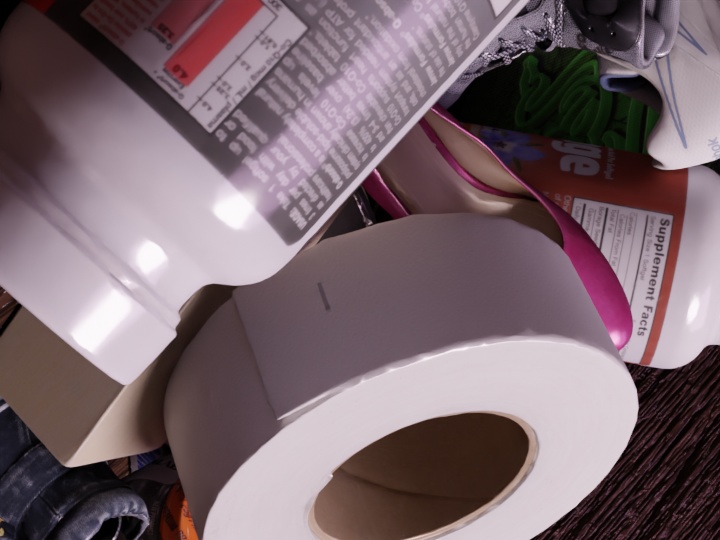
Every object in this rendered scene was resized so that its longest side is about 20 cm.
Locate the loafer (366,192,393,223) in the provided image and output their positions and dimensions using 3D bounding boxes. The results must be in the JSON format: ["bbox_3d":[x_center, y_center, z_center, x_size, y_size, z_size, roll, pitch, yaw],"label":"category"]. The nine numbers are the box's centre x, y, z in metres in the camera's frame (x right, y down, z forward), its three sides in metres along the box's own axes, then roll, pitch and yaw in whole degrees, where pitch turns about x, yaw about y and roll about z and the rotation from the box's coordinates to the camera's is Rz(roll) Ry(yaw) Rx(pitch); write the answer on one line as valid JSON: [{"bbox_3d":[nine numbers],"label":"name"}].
[{"bbox_3d":[0.000,0.000,0.900,0.201,0.071,0.073,-66,172,12],"label":"loafer"}]

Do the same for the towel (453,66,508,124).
[{"bbox_3d":[0.062,-0.052,0.985,0.144,0.023,0.200,-20,143,-59],"label":"towel"}]

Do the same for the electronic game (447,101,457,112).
[{"bbox_3d":[0.043,-0.053,1.036,0.200,0.042,0.200,-47,169,-12],"label":"electronic game"}]

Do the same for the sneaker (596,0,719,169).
[{"bbox_3d":[0.151,-0.143,0.818,0.087,0.201,0.075,-26,156,10],"label":"sneaker"}]

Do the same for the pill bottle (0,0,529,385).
[{"bbox_3d":[-0.039,-0.069,0.491,0.200,0.116,0.116,-48,169,-6],"label":"pill bottle"}]

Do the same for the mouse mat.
[{"bbox_3d":[0.114,-0.037,0.902,0.200,0.161,0.008,-63,-179,24],"label":"mouse mat"}]

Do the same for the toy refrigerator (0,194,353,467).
[{"bbox_3d":[-0.072,-0.015,0.671,0.200,0.070,0.076,-53,161,17],"label":"toy refrigerator"}]

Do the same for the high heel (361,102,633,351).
[{"bbox_3d":[0.051,-0.033,0.734,0.067,0.200,0.096,-43,175,1],"label":"high heel"}]

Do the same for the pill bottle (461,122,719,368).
[{"bbox_3d":[0.130,-0.010,0.846,0.112,0.199,0.113,10,90,-85],"label":"pill bottle"}]

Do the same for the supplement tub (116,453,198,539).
[{"bbox_3d":[-0.112,0.173,0.861,0.200,0.123,0.122,-33,-177,44],"label":"supplement tub"}]

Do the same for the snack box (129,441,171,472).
[{"bbox_3d":[-0.112,0.133,0.989,0.024,0.072,0.200,-45,168,-22],"label":"snack box"}]

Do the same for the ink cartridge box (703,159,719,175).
[{"bbox_3d":[0.192,-0.130,0.920,0.084,0.145,0.201,-27,132,-65],"label":"ink cartridge box"}]

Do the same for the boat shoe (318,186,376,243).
[{"bbox_3d":[-0.005,0.017,0.809,0.072,0.066,0.201,-29,129,-20],"label":"boat shoe"}]

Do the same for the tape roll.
[{"bbox_3d":[0.017,0.066,0.691,0.202,0.071,0.203,-14,144,-11],"label":"tape roll"}]

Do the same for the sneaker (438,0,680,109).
[{"bbox_3d":[0.085,-0.121,0.778,0.200,0.114,0.075,-53,161,20],"label":"sneaker"}]

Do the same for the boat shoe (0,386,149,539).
[{"bbox_3d":[-0.144,0.113,0.755,0.071,0.091,0.200,-47,169,-7],"label":"boat shoe"}]
